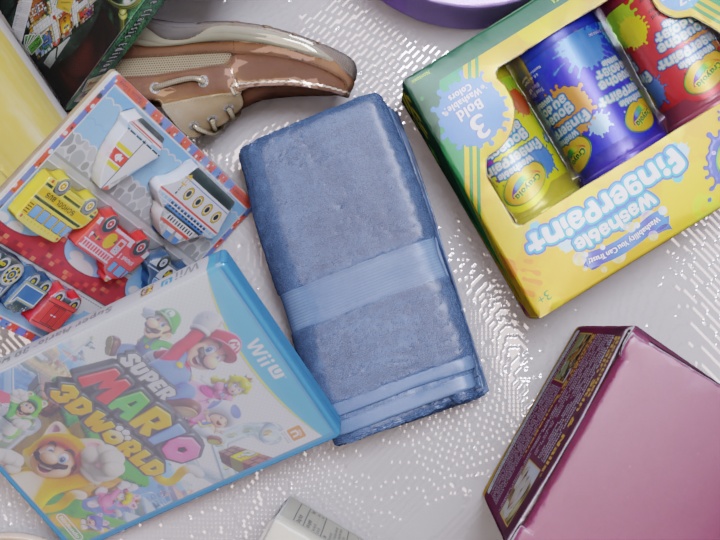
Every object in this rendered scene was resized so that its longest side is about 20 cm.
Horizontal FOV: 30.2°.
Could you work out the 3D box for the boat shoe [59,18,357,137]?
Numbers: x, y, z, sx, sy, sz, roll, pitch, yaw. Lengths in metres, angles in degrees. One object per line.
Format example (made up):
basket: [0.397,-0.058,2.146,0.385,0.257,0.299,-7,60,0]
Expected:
boat shoe: [-0.099,-0.119,0.841,0.197,0.076,0.073,7,92,11]

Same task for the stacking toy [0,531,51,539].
stacking toy: [-0.224,0.237,0.764,0.143,0.200,0.149,0,88,1]

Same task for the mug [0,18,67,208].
mug: [-0.237,-0.054,0.794,0.149,0.187,0.153,-40,97,24]

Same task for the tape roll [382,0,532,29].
tape roll: [0.070,-0.259,0.841,0.196,0.066,0.204,0,88,1]

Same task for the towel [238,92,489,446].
towel: [0.000,0.000,0.842,0.110,0.049,0.203,-18,89,3]

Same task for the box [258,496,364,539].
box: [0.018,0.225,0.812,0.198,0.095,0.078,30,90,4]

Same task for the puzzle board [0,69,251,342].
puzzle board: [-0.146,-0.017,0.775,0.151,0.200,0.017,-46,66,0]

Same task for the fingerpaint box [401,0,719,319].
fingerpaint box: [0.149,-0.092,0.828,0.198,0.073,0.168,-30,87,1]

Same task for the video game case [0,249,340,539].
video game case: [-0.130,0.084,0.800,0.198,0.018,0.144,-25,121,13]

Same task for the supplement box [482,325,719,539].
supplement box: [0.147,0.111,0.758,0.102,0.200,0.132,31,90,3]

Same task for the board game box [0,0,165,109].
board game box: [-0.144,-0.194,0.761,0.200,0.023,0.106,-41,78,38]
